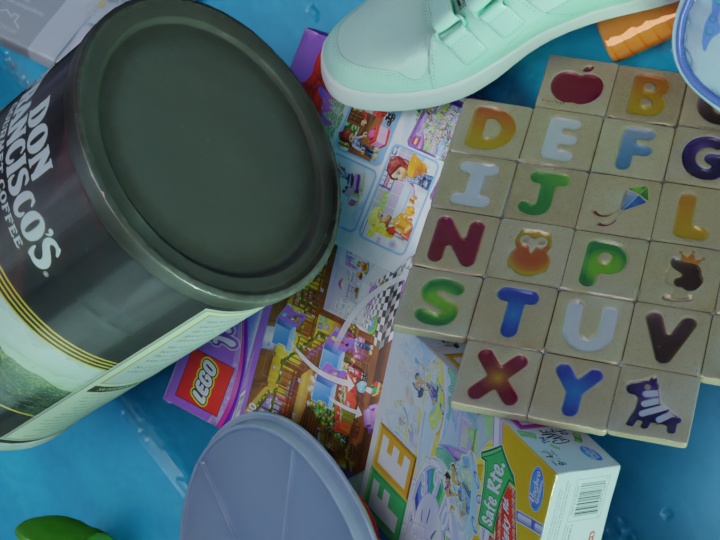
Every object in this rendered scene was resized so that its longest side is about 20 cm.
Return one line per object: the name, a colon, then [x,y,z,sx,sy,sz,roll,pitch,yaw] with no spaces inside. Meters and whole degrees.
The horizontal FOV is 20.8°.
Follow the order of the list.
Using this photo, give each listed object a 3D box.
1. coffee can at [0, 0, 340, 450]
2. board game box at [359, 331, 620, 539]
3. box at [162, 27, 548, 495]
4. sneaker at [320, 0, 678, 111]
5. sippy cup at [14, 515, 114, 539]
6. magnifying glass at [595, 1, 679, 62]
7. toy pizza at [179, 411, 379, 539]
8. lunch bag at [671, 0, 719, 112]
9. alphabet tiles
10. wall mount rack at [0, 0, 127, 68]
coffee can: [-0.126,-0.016,0.920,0.199,0.146,0.148,-31,76,41]
board game box: [0.043,0.139,0.871,0.134,0.034,0.202,43,129,51]
box: [0.000,0.000,0.955,0.136,0.039,0.202,25,99,21]
sneaker: [0.054,-0.148,0.870,0.199,0.118,0.074,-21,55,16]
sippy cup: [-0.177,0.221,0.978,0.139,0.130,0.180,-19,82,22]
magnifying glass: [0.199,-0.147,0.883,0.199,0.022,0.080,-24,80,22]
toy pizza: [-0.029,0.166,0.928,0.200,0.031,0.202,17,110,55]
lunch bag: [0.233,-0.133,0.816,0.160,0.082,0.201,33,101,18]
alphabet tiles: [0.110,-0.015,0.852,0.165,0.006,0.201,9,54,14]
wall mount rack: [-0.140,-0.172,1.007,0.199,0.075,0.174,25,64,21]
